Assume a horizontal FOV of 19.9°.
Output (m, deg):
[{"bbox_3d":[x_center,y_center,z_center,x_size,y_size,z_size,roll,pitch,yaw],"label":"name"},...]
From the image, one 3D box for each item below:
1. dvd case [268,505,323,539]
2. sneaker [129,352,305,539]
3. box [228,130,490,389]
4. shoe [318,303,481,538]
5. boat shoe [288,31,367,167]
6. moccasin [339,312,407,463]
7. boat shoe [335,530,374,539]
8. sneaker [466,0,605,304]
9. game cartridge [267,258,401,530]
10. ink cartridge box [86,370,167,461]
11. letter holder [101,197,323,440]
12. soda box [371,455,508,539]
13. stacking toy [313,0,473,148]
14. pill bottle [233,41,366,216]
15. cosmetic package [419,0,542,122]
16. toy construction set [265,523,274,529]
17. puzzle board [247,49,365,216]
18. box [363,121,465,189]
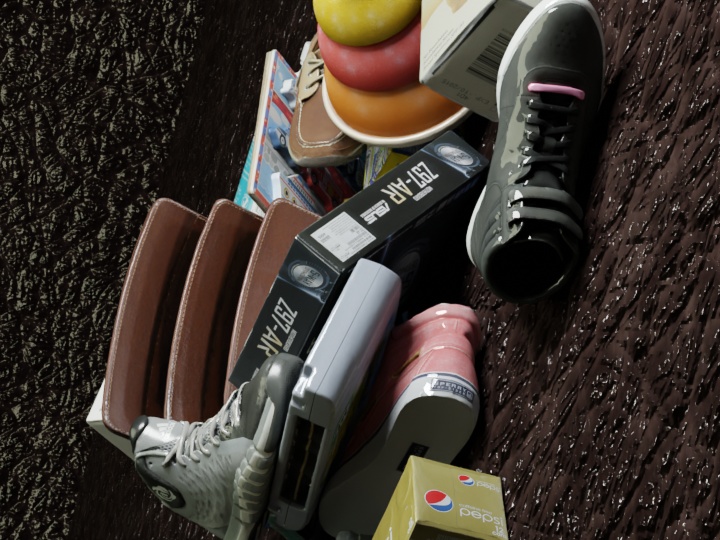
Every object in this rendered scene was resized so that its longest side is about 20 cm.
[{"bbox_3d":[-0.040,0.121,1.702,0.146,0.022,0.200,58,-140,-67],"label":"dvd case"},{"bbox_3d":[-0.110,0.120,1.476,0.075,0.115,0.200,-60,-9,-47],"label":"sneaker"},{"bbox_3d":[0.000,0.000,1.518,0.200,0.044,0.160,-36,-21,-46],"label":"box"},{"bbox_3d":[0.031,0.110,1.455,0.200,0.071,0.091,122,164,-45],"label":"shoe"},{"bbox_3d":[-0.025,-0.155,1.732,0.200,0.076,0.072,-81,-19,-55],"label":"boat shoe"},{"bbox_3d":[-0.003,0.091,1.603,0.081,0.068,0.200,-54,24,41],"label":"moccasin"},{"bbox_3d":[-0.017,0.267,1.477,0.072,0.067,0.200,-96,23,-55],"label":"boat shoe"},{"bbox_3d":[0.118,-0.068,1.284,0.099,0.071,0.200,-105,27,-63],"label":"sneaker"},{"bbox_3d":[-0.017,0.085,1.445,0.200,0.040,0.133,104,-172,-56],"label":"game cartridge"},{"bbox_3d":[-0.120,0.076,1.708,0.084,0.145,0.200,-7,51,40],"label":"ink cartridge box"},{"bbox_3d":[-0.106,0.043,1.594,0.100,0.142,0.200,-19,53,49],"label":"letter holder"},{"bbox_3d":[0.029,0.218,1.331,0.068,0.064,0.200,-93,22,-55],"label":"soda box"},{"bbox_3d":[0.012,-0.202,1.546,0.200,0.146,0.146,59,-149,-50],"label":"stacking toy"},{"bbox_3d":[-0.049,-0.113,1.963,0.111,0.111,0.200,-119,46,-72],"label":"pill bottle"},{"bbox_3d":[0.099,-0.216,1.484,0.105,0.071,0.200,-47,28,37],"label":"cosmetic package"},{"bbox_3d":[-0.073,0.141,1.808,0.131,0.092,0.200,76,-151,-63],"label":"toy construction set"},{"bbox_3d":[-0.036,-0.075,1.787,0.017,0.200,0.151,-12,53,25],"label":"puzzle board"},{"bbox_3d":[0.047,-0.141,1.683,0.070,0.064,0.200,119,162,-48],"label":"box"}]
